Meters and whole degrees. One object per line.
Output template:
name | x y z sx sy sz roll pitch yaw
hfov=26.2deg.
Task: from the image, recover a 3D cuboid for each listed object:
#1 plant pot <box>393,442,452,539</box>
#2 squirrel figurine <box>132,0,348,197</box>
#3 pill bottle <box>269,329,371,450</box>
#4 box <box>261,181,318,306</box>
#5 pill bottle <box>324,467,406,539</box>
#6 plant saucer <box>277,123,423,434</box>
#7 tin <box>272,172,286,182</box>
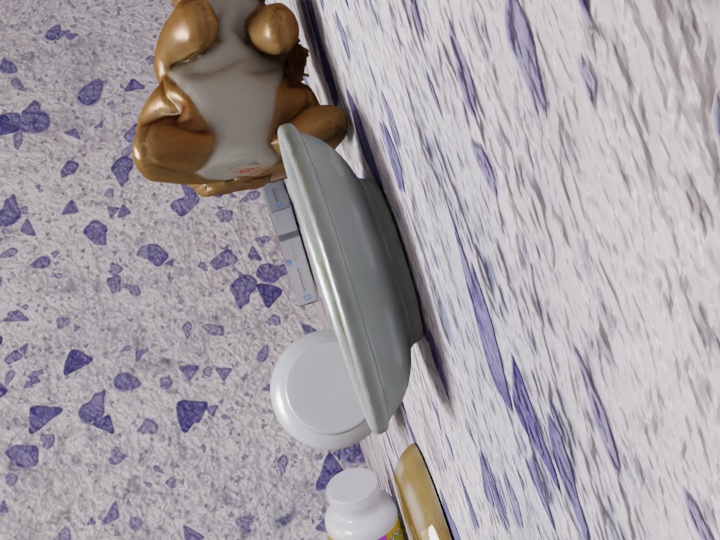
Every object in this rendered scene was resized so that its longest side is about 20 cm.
plant pot | 0.065 0.250 1.350 0.200 0.027 0.200 163 90 -87
squirrel figurine | -0.098 -0.156 1.080 0.200 0.141 0.187 110 149 -80
pill bottle | -0.029 0.113 1.451 0.200 0.111 0.111 106 146 -83
box | -0.127 -0.061 2.705 0.156 0.041 0.200 -112 5 -57
pill bottle | 0.011 0.375 2.157 0.104 0.104 0.200 -113 6 -59
plant saucer | 0.000 0.000 0.957 0.200 0.050 0.200 163 90 -87
tin | -0.142 -0.201 2.305 0.200 0.042 0.112 -115 13 -67
